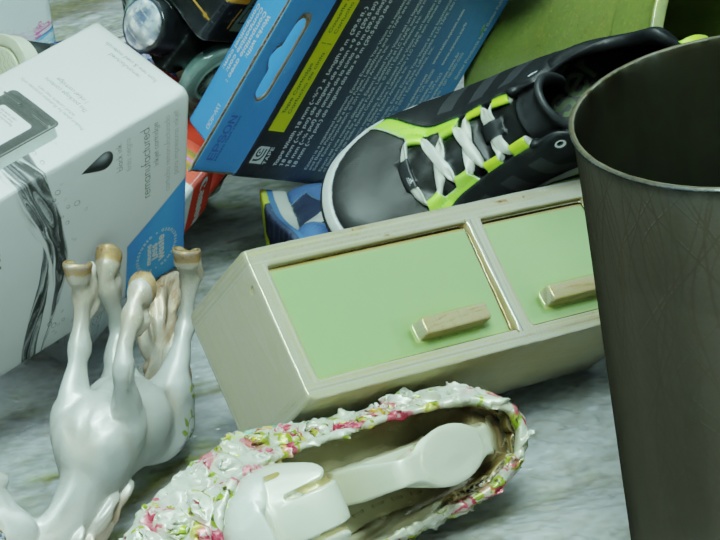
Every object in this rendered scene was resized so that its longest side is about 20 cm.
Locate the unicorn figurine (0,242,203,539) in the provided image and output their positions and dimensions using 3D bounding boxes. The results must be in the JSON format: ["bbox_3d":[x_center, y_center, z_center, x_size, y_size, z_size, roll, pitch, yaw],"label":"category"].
[{"bbox_3d":[-0.114,0.062,1.030,0.074,0.138,0.200,10,10,28],"label":"unicorn figurine"}]

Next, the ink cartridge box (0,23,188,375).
[{"bbox_3d":[-0.173,-0.012,1.057,0.200,0.116,0.068,-34,58,-31],"label":"ink cartridge box"}]

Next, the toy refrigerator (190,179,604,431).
[{"bbox_3d":[0.032,0.018,1.073,0.200,0.076,0.070,-12,-22,-35],"label":"toy refrigerator"}]

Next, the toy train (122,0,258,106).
[{"bbox_3d":[-0.045,-0.151,1.320,0.200,0.114,0.085,-2,50,-52],"label":"toy train"}]

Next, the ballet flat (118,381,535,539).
[{"bbox_3d":[-0.010,0.090,0.969,0.200,0.076,0.064,-24,4,-35],"label":"ballet flat"}]

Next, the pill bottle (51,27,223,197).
[{"bbox_3d":[-0.186,-0.073,1.357,0.199,0.111,0.111,-16,25,-22],"label":"pill bottle"}]

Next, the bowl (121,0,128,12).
[{"bbox_3d":[-0.067,-0.145,1.478,0.200,0.201,0.095,1,68,16],"label":"bowl"}]

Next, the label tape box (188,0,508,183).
[{"bbox_3d":[-0.019,-0.121,1.247,0.063,0.144,0.200,40,18,27],"label":"label tape box"}]

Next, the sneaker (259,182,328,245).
[{"bbox_3d":[0.000,0.000,1.192,0.082,0.074,0.200,-7,24,-9],"label":"sneaker"}]

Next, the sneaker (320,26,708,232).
[{"bbox_3d":[0.071,-0.072,1.112,0.199,0.072,0.083,-24,-17,-4],"label":"sneaker"}]

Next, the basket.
[{"bbox_3d":[0.157,0.028,0.918,0.136,0.201,0.180,2,23,19],"label":"basket"}]

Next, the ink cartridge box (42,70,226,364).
[{"bbox_3d":[-0.141,-0.053,1.251,0.109,0.050,0.200,30,53,9],"label":"ink cartridge box"}]

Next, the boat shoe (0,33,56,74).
[{"bbox_3d":[-0.203,-0.075,1.185,0.200,0.072,0.067,-9,-3,44],"label":"boat shoe"}]

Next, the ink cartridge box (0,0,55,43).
[{"bbox_3d":[-0.265,-0.135,1.412,0.145,0.201,0.083,-18,23,-27],"label":"ink cartridge box"}]

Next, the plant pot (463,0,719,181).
[{"bbox_3d":[0.162,-0.106,1.294,0.200,0.201,0.190,-23,15,-36],"label":"plant pot"}]
